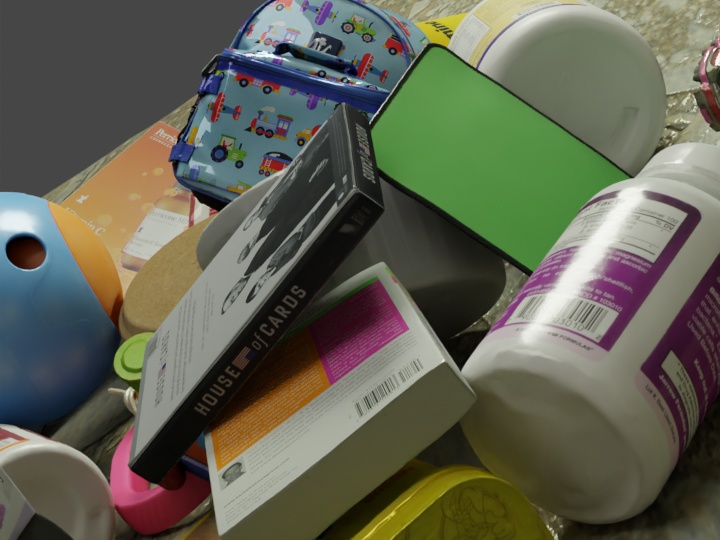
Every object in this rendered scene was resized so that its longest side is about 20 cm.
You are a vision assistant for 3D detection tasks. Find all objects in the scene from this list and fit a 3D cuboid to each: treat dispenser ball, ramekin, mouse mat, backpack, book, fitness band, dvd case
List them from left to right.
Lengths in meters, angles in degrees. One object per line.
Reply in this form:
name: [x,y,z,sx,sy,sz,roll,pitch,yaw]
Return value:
treat dispenser ball: [-0.299,0.035,1.254,0.200,0.201,0.201,-32,17,11]
fitness band: [-0.127,0.127,1.127,0.143,0.038,0.200,-35,16,2]
dvd case: [-0.060,0.008,0.833,0.200,0.025,0.151,-51,17,17]
backpack: [-0.033,-0.126,1.135,0.135,0.182,0.201,53,-119,-77]
book: [-0.018,0.066,0.771,0.133,0.048,0.200,-39,15,4]
ramekin: [0.000,0.000,0.981,0.199,0.098,0.201,-19,-17,-6]
mouse mat: [0.101,-0.056,0.932,0.008,0.199,0.161,-56,0,40]

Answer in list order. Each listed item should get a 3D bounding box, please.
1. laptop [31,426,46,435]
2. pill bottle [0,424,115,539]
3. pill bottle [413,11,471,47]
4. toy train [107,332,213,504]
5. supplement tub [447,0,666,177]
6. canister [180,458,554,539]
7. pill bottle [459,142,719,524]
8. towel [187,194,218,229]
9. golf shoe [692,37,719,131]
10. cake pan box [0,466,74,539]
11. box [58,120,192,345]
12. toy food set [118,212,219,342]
laptop: [-0.282,0.099,1.541,0.199,0.104,0.177,-15,6,-30]
pill bottle: [-0.268,0.178,1.128,0.114,0.114,0.200,-42,17,-20]
pill bottle: [0.058,-0.159,1.291,0.199,0.113,0.112,-19,4,-38]
toy train: [-0.132,0.085,0.999,0.199,0.116,0.085,19,62,36]
supplement tub: [0.140,-0.140,1.136,0.145,0.146,0.200,-34,17,5]
canister: [-0.010,0.155,0.752,0.148,0.087,0.200,-41,16,-17]
pill bottle: [0.141,0.024,0.762,0.112,0.113,0.200,-15,26,49]
towel: [-0.062,-0.039,1.311,0.199,0.023,0.145,-16,48,16]
golf shoe: [0.309,-0.174,1.044,0.092,0.073,0.201,-8,41,44]
cake pan box: [-0.204,0.221,0.780,0.052,0.185,0.200,-19,22,30]
box: [-0.199,-0.024,1.433,0.152,0.107,0.200,27,58,30]
toy food set: [-0.112,0.009,1.230,0.197,0.049,0.200,-6,36,33]
